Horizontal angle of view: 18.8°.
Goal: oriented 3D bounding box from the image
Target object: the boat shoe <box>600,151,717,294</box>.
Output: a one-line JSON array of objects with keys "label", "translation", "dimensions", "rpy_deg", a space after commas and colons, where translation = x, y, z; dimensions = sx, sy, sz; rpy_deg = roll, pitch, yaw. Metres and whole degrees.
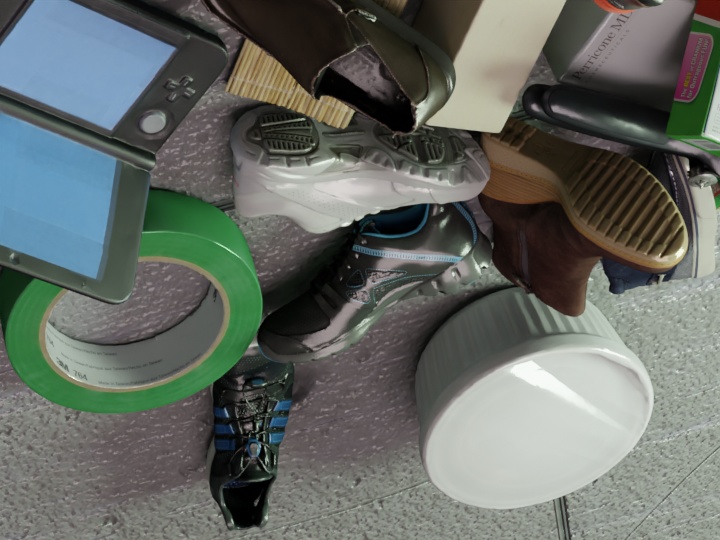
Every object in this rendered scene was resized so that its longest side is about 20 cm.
[{"label": "boat shoe", "translation": [0.226, -0.041, 1.703], "dimensions": [0.092, 0.075, 0.200], "rpy_deg": [-17, 149, 2]}]

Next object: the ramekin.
[{"label": "ramekin", "translation": [0.137, 0.100, 1.818], "dimensions": [0.201, 0.095, 0.203], "rpy_deg": [-10, 137, -9]}]

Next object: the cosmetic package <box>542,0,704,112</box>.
[{"label": "cosmetic package", "translation": [0.236, -0.167, 1.592], "dimensions": [0.199, 0.072, 0.102], "rpy_deg": [16, 128, -32]}]

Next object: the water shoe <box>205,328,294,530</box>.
[{"label": "water shoe", "translation": [-0.085, 0.133, 1.782], "dimensions": [0.071, 0.079, 0.201], "rpy_deg": [-7, 136, -13]}]

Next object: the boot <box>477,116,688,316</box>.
[{"label": "boot", "translation": [0.169, -0.022, 1.643], "dimensions": [0.072, 0.200, 0.167], "rpy_deg": [-40, 146, -21]}]

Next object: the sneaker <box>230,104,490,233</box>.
[{"label": "sneaker", "translation": [-0.004, -0.070, 1.615], "dimensions": [0.198, 0.078, 0.100], "rpy_deg": [4, 141, -11]}]

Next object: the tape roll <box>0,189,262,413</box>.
[{"label": "tape roll", "translation": [-0.176, 0.026, 1.661], "dimensions": [0.199, 0.048, 0.201], "rpy_deg": [-10, 137, -10]}]

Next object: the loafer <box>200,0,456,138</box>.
[{"label": "loafer", "translation": [-0.025, -0.158, 1.465], "dimensions": [0.199, 0.072, 0.073], "rpy_deg": [28, 127, -8]}]

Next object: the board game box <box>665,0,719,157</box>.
[{"label": "board game box", "translation": [0.306, -0.170, 1.543], "dimensions": [0.152, 0.040, 0.202], "rpy_deg": [18, 84, -33]}]

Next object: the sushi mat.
[{"label": "sushi mat", "translation": [-0.018, -0.187, 1.504], "dimensions": [0.095, 0.012, 0.201], "rpy_deg": [19, 128, -11]}]

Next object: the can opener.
[{"label": "can opener", "translation": [0.206, -0.106, 1.560], "dimensions": [0.198, 0.079, 0.063], "rpy_deg": [7, 173, -21]}]

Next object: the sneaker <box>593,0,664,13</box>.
[{"label": "sneaker", "translation": [0.235, -0.251, 1.451], "dimensions": [0.077, 0.082, 0.201], "rpy_deg": [33, 90, -26]}]

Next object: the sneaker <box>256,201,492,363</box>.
[{"label": "sneaker", "translation": [0.000, 0.000, 1.695], "dimensions": [0.199, 0.073, 0.082], "rpy_deg": [-30, 121, 3]}]

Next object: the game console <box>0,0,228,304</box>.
[{"label": "game console", "translation": [-0.201, -0.096, 1.473], "dimensions": [0.199, 0.119, 0.171], "rpy_deg": [21, 125, -36]}]

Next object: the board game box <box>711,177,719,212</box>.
[{"label": "board game box", "translation": [0.367, -0.094, 1.693], "dimensions": [0.199, 0.029, 0.135], "rpy_deg": [-20, 176, 0]}]

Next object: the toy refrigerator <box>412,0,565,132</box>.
[{"label": "toy refrigerator", "translation": [0.100, -0.197, 1.508], "dimensions": [0.069, 0.076, 0.201], "rpy_deg": [4, 132, -24]}]
